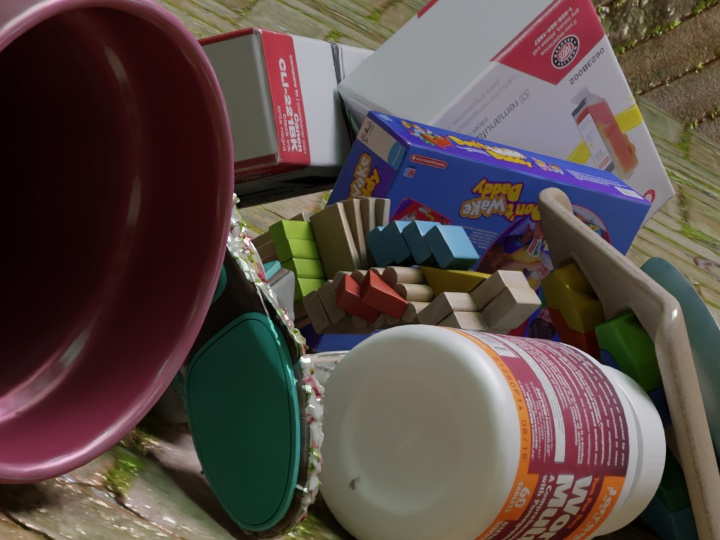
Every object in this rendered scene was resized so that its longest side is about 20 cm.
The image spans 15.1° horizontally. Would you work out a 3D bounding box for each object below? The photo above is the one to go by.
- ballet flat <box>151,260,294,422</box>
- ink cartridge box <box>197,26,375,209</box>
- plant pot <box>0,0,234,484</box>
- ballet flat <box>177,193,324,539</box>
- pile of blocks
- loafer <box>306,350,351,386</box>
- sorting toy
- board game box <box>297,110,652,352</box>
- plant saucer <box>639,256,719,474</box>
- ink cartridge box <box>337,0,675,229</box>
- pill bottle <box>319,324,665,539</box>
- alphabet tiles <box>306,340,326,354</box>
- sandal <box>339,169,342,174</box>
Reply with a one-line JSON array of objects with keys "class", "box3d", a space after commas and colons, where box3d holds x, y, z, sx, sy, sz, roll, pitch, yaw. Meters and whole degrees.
[{"class": "ballet flat", "box3d": [-0.070, 0.040, 1.355, 0.064, 0.067, 0.200, 66, 14, -1]}, {"class": "ink cartridge box", "box3d": [-0.078, -0.087, 1.642, 0.144, 0.084, 0.200, -11, -3, 22]}, {"class": "plant pot", "box3d": [-0.179, -0.032, 1.104, 0.179, 0.201, 0.200, 17, 3, 35]}, {"class": "ballet flat", "box3d": [-0.054, 0.027, 1.229, 0.064, 0.076, 0.200, 10, 54, -57]}, {"class": "pile of blocks", "box3d": [0.000, 0.000, 1.470, 0.200, 0.082, 0.062, 3, 0, 38]}, {"class": "loafer", "box3d": [0.039, 0.070, 1.451, 0.063, 0.072, 0.200, 28, 11, 40]}, {"class": "sorting toy", "box3d": [0.148, 0.069, 1.508, 0.036, 0.186, 0.200, -20, 27, -8]}, {"class": "board game box", "box3d": [0.062, -0.007, 1.591, 0.200, 0.135, 0.045, 12, 20, -41]}, {"class": "plant saucer", "box3d": [0.193, 0.090, 1.553, 0.200, 0.027, 0.201, 158, -90, -82]}, {"class": "ink cartridge box", "box3d": [0.094, -0.078, 1.667, 0.083, 0.145, 0.200, 33, -19, 43]}, {"class": "pill bottle", "box3d": [0.069, 0.086, 1.331, 0.109, 0.110, 0.200, 34, 13, 29]}, {"class": "alphabet tiles", "box3d": [-0.016, 0.034, 1.628, 0.200, 0.006, 0.166, 32, 11, 17]}, {"class": "sandal", "box3d": [0.021, -0.004, 1.667, 0.075, 0.048, 0.201, 34, -14, 31]}]
